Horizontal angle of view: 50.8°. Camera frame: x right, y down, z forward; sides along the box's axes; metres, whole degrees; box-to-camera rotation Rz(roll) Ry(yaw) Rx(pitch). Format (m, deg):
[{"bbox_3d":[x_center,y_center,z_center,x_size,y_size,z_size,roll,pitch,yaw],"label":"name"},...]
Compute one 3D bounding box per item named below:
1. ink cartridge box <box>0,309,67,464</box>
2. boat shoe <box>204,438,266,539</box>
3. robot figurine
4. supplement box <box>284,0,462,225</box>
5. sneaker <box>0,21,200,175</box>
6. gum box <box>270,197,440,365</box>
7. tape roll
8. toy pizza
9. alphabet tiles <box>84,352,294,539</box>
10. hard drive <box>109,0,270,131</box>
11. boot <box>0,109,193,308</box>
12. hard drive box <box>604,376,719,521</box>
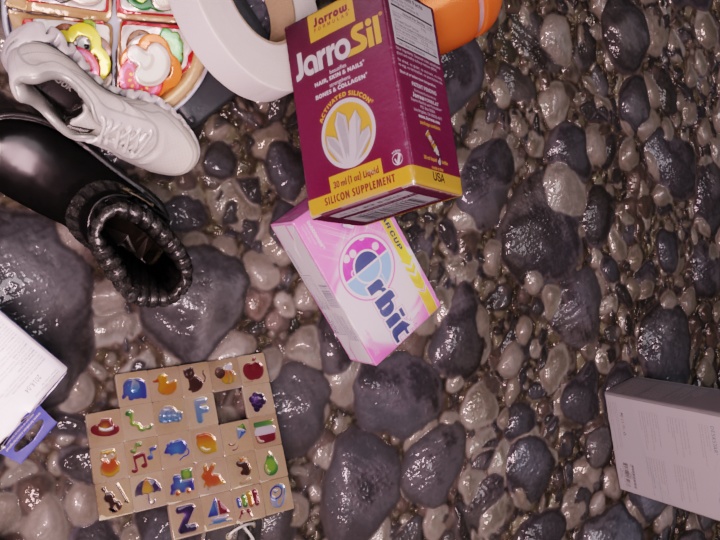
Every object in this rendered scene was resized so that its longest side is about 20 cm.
[{"bbox_3d":[-0.355,0.093,0.659,0.200,0.076,0.137,47,69,-20],"label":"ink cartridge box"},{"bbox_3d":[-0.129,0.279,0.801,0.071,0.067,0.205,18,78,-27],"label":"boat shoe"},{"bbox_3d":[0.081,-0.309,0.880,0.197,0.117,0.146,-27,121,-13],"label":"robot figurine"},{"bbox_3d":[0.013,-0.160,0.762,0.102,0.129,0.205,3,75,-54],"label":"supplement box"},{"bbox_3d":[-0.232,-0.137,0.691,0.198,0.082,0.075,30,111,-38],"label":"sneaker"},{"bbox_3d":[0.000,0.000,0.872,0.113,0.066,0.203,-37,108,-24],"label":"gum box"},{"bbox_3d":[-0.113,-0.274,0.767,0.201,0.036,0.208,26,57,-48],"label":"tape roll"},{"bbox_3d":[-0.234,-0.238,0.717,0.195,0.032,0.206,-3,100,-19],"label":"toy pizza"},{"bbox_3d":[-0.173,0.180,0.774,0.196,0.008,0.171,-5,73,-30],"label":"alphabet tiles"},{"bbox_3d":[-0.187,-0.265,0.780,0.139,0.033,0.202,-43,110,-23],"label":"hard drive"},{"bbox_3d":[-0.245,-0.058,0.666,0.209,0.158,0.080,28,101,-28],"label":"boot"},{"bbox_3d":[0.454,0.247,1.066,0.075,0.199,0.160,-16,99,-28],"label":"hard drive box"}]
